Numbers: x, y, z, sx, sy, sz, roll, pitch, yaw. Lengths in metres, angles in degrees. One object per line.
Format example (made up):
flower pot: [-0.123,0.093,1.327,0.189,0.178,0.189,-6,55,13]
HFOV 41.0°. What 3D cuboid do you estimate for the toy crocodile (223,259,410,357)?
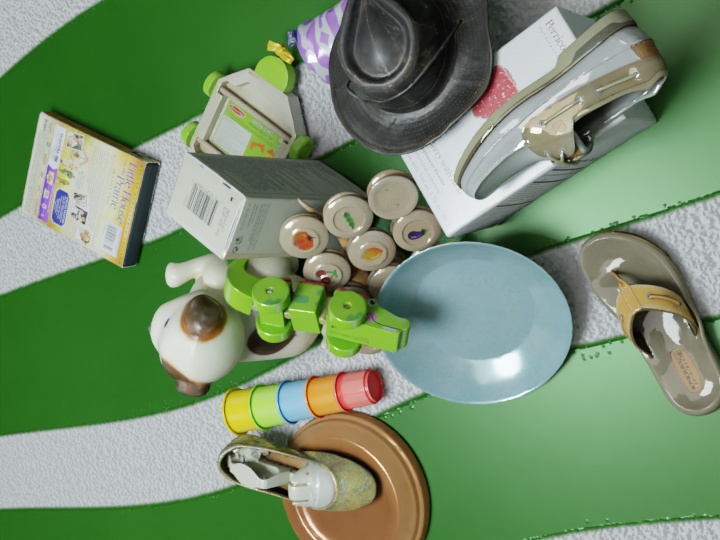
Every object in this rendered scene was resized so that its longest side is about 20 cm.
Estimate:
toy crocodile: [-0.046,0.038,0.970,0.199,0.062,0.068,12,143,11]

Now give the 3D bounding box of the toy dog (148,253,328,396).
toy dog: [-0.143,0.064,1.066,0.194,0.200,0.140,38,122,21]

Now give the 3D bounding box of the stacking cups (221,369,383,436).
stacking cups: [-0.066,0.155,1.130,0.199,0.060,0.061,-11,92,28]

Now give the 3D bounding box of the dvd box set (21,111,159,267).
dvd box set: [-0.360,-0.109,1.270,0.200,0.029,0.147,25,109,26]

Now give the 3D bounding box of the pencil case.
pencil case: [0.024,-0.269,0.998,0.200,0.084,0.086,-25,48,30]

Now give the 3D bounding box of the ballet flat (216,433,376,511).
ballet flat: [-0.080,0.237,1.099,0.199,0.071,0.071,11,103,28]

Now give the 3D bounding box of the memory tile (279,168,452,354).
memory tile: [0.021,-0.002,0.987,0.153,0.017,0.200,-24,125,12]

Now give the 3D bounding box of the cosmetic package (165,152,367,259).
cosmetic package: [-0.090,-0.068,1.014,0.103,0.200,0.073,37,114,33]

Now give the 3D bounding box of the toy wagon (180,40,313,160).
toy wagon: [-0.122,-0.170,1.119,0.155,0.040,0.200,38,114,20]

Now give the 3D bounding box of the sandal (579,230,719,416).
sandal: [0.277,0.049,0.910,0.080,0.054,0.200,-33,81,30]

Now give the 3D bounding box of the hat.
hat: [0.024,-0.212,0.884,0.200,0.081,0.201,-8,77,36]

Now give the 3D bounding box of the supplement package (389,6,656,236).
supplement package: [0.153,-0.137,0.915,0.200,0.120,0.122,-35,79,29]

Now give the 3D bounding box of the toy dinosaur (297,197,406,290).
toy dinosaur: [0.000,0.000,1.019,0.200,0.106,0.061,87,166,-49]

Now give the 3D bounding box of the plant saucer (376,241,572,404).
plant saucer: [0.114,0.048,0.984,0.200,0.039,0.202,5,123,8]

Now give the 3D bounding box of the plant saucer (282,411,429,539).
plant saucer: [-0.015,0.265,1.125,0.200,0.037,0.201,5,100,29]

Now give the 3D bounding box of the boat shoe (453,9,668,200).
boat shoe: [0.162,-0.121,0.800,0.200,0.075,0.068,-45,71,26]
